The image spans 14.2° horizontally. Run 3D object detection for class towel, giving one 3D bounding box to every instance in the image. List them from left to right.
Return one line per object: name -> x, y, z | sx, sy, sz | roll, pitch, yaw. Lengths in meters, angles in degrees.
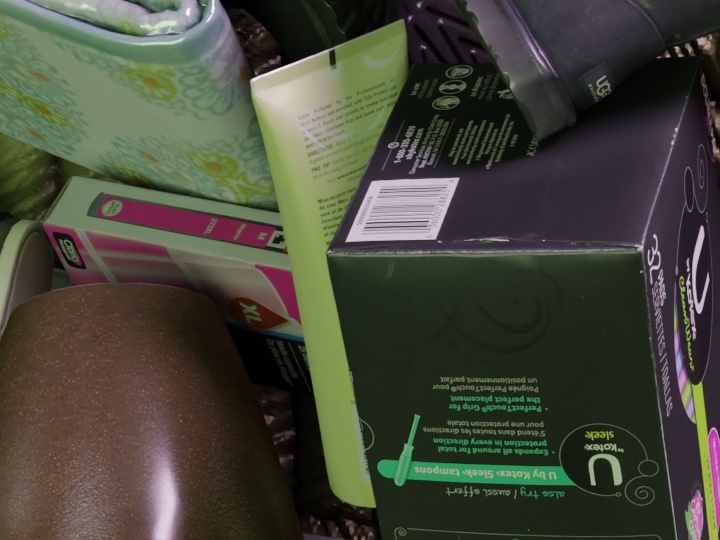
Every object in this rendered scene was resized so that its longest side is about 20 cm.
towel -> -0.125, -0.096, 1.264 | 0.200, 0.171, 0.048 | 22, 73, 24

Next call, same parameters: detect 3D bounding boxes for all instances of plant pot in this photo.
plant pot -> -0.103, 0.113, 1.234 | 0.187, 0.187, 0.200 | -16, 68, 32

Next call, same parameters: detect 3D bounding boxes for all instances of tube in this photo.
tube -> 0.000, 0.000, 1.189 | 0.052, 0.058, 0.200 | -1, 118, 13

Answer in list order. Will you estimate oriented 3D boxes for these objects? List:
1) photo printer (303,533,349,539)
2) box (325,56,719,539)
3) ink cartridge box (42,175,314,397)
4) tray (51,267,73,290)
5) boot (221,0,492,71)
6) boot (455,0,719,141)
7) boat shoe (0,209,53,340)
photo printer -> 0.027, 0.207, 1.301 | 0.200, 0.069, 0.167 | 5, 106, 29
box -> 0.076, 0.038, 1.142 | 0.124, 0.149, 0.200 | -1, 123, 17
ink cartridge box -> -0.038, 0.014, 1.283 | 0.200, 0.037, 0.095 | 9, 143, 26
tray -> -0.199, 0.067, 1.395 | 0.107, 0.022, 0.200 | 17, 120, -23
boot -> -0.039, -0.129, 1.238 | 0.158, 0.079, 0.211 | 9, 138, 49
boot -> 0.121, -0.158, 1.112 | 0.200, 0.066, 0.165 | -29, 62, 3
boat shoe -> -0.187, 0.069, 1.291 | 0.057, 0.067, 0.200 | 8, 76, 20
